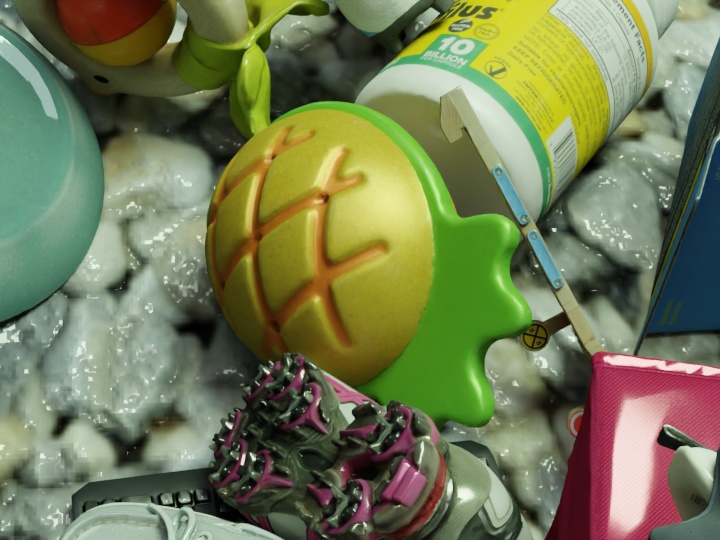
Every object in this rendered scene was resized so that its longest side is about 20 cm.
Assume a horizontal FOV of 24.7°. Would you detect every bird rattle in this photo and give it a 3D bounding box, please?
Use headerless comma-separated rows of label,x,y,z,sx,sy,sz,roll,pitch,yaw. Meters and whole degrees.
bird rattle,-0.111,-0.139,0.850,0.161,0.200,0.114,-5,62,27

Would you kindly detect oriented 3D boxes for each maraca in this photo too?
maraca,0.000,0.000,0.768,0.106,0.138,0.199,2,24,-45

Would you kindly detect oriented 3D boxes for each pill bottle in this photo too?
pill bottle,0.091,-0.107,0.884,0.112,0.113,0.200,30,53,19

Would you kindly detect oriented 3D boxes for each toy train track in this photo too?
toy train track,0.081,0.010,0.769,0.032,0.115,0.201,-28,94,4

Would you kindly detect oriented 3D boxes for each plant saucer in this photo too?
plant saucer,-0.219,-0.067,0.821,0.198,0.036,0.202,14,56,-21

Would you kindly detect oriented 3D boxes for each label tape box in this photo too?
label tape box,0.194,-0.048,0.822,0.063,0.145,0.201,17,50,6

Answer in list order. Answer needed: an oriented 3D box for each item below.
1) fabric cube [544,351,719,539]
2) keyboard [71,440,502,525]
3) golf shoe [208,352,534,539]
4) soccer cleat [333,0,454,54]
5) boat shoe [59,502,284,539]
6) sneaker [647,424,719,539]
fabric cube,0.161,0.175,0.589,0.194,0.201,0.201,7,49,1
keyboard,-0.026,0.118,0.726,0.198,0.040,0.105,-6,49,-10
golf shoe,0.000,0.093,0.689,0.073,0.092,0.200,-55,25,-8
soccer cleat,0.010,-0.175,0.899,0.070,0.087,0.200,-37,11,8
boat shoe,-0.038,0.140,0.652,0.200,0.065,0.075,24,65,19
sneaker,0.150,0.084,0.482,0.198,0.080,0.130,-28,63,-14
